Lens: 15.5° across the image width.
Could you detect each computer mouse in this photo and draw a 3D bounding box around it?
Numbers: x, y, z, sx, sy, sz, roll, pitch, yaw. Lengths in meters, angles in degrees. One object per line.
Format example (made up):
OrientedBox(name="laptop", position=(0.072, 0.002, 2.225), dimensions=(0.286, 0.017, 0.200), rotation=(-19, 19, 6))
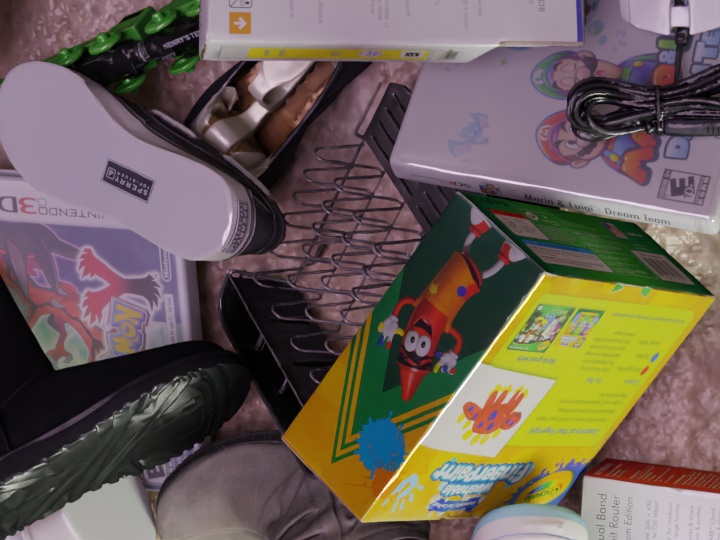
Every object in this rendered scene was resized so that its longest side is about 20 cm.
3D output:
OrientedBox(name="computer mouse", position=(0.168, -0.161, 1.399), dimensions=(0.109, 0.044, 0.200), rotation=(-2, 62, 14))

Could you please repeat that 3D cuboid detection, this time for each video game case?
OrientedBox(name="video game case", position=(0.130, -0.124, 1.427), dimensions=(0.182, 0.024, 0.200), rotation=(11, 67, 19))
OrientedBox(name="video game case", position=(-0.182, 0.036, 1.611), dimensions=(0.182, 0.023, 0.200), rotation=(4, 112, 20))

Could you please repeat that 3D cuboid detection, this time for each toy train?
OrientedBox(name="toy train", position=(-0.145, -0.127, 1.563), dimensions=(0.200, 0.056, 0.042), rotation=(-18, 114, 30))

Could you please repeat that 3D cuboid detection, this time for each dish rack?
OrientedBox(name="dish rack", position=(0.000, 0.000, 1.491), dimensions=(0.153, 0.054, 0.200), rotation=(57, 134, 37))

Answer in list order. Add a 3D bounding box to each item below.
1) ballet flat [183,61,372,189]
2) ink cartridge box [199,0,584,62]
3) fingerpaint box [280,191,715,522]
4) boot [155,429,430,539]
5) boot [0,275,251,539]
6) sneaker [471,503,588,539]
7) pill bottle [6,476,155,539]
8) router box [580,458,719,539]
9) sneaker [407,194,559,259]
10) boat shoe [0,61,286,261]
OrientedBox(name="ballet flat", position=(-0.058, -0.098, 1.538), dimensions=(0.073, 0.073, 0.200), rotation=(47, 111, 8))
OrientedBox(name="ink cartridge box", position=(0.014, -0.209, 1.394), dimensions=(0.200, 0.047, 0.198), rotation=(1, 80, -10))
OrientedBox(name="fingerpaint box", position=(0.076, 0.050, 1.412), dimensions=(0.073, 0.200, 0.167), rotation=(44, 110, 27))
OrientedBox(name="boot", position=(-0.044, 0.152, 1.531), dimensions=(0.200, 0.131, 0.068), rotation=(-18, 121, 22))
OrientedBox(name="boot", position=(-0.187, 0.052, 1.547), dimensions=(0.200, 0.076, 0.168), rotation=(-27, 57, -11))
OrientedBox(name="sneaker", position=(0.084, 0.228, 1.461), dimensions=(0.079, 0.200, 0.131), rotation=(1, 57, -1))
OrientedBox(name="pill bottle", position=(-0.228, 0.180, 1.615), dimensions=(0.200, 0.114, 0.115), rotation=(-29, 88, 27))
OrientedBox(name="router box", position=(0.212, 0.218, 1.495), dimensions=(0.179, 0.049, 0.200), rotation=(6, 101, 20))
OrientedBox(name="sneaker", position=(0.070, -0.005, 1.488), dimensions=(0.090, 0.066, 0.200), rotation=(26, 111, 60))
OrientedBox(name="boat shoe", position=(-0.125, -0.061, 1.514), dimensions=(0.200, 0.068, 0.072), rotation=(27, 102, 32))
